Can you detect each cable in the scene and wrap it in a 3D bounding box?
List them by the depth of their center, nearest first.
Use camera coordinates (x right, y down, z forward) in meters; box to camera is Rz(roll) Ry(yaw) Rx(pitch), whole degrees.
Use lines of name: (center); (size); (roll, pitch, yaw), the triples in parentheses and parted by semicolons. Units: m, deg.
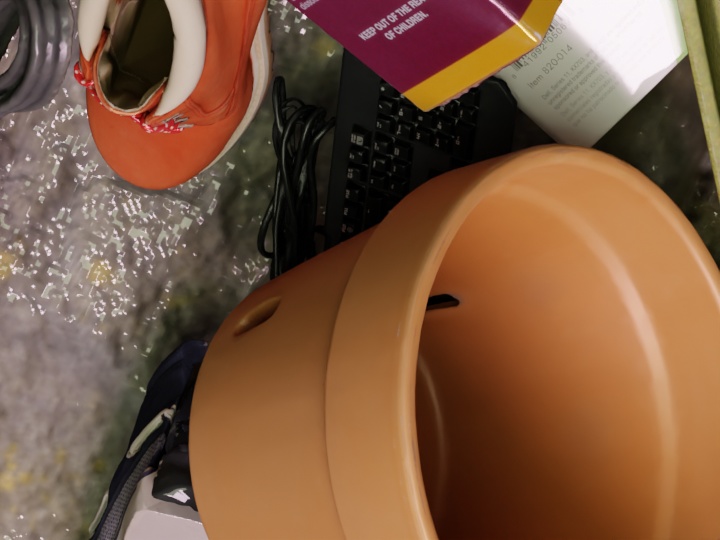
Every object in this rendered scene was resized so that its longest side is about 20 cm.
cable: (-0.146, -0.052, 1.136); (0.050, 0.097, 0.200); (6, 137, -29)

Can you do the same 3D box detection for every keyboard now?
keyboard: (0.000, 0.000, 1.164); (0.104, 0.040, 0.200); (23, 127, 23)

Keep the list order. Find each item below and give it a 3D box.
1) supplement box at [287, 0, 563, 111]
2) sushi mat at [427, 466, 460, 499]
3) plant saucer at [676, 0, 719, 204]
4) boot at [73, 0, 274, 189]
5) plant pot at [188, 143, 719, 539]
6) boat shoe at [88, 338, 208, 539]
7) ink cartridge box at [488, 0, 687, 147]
supplement box: (-0.009, -0.164, 1.000); (0.200, 0.110, 0.086); (39, 152, -14)
sushi mat: (-0.024, 0.140, 1.198); (0.200, 0.012, 0.096); (-28, 152, -13)
plant saucer: (0.195, -0.120, 1.076); (0.200, 0.048, 0.200); (-31, 142, -8)
boot: (-0.078, -0.080, 1.098); (0.075, 0.107, 0.200); (27, 143, 4)
plant pot: (0.033, 0.062, 1.081); (0.140, 0.200, 0.200); (-9, 117, 43)
boat shoe: (-0.077, 0.113, 1.232); (0.075, 0.093, 0.200); (18, 140, -10)
ink cartridge box: (0.049, -0.154, 1.111); (0.200, 0.067, 0.117); (41, 108, -14)
